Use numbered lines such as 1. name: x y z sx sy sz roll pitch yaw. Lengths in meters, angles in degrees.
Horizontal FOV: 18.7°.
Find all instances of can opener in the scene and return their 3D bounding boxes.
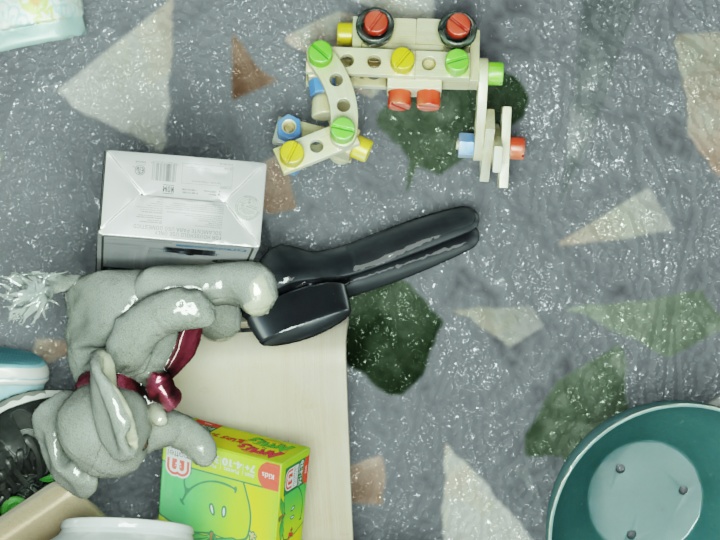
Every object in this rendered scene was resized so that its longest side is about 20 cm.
1. can opener: 0.000 0.000 1.672 0.199 0.063 0.079 -21 72 -14

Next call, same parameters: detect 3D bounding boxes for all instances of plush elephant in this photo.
1. plush elephant: -0.159 0.080 1.551 0.199 0.165 0.156 2 79 -22

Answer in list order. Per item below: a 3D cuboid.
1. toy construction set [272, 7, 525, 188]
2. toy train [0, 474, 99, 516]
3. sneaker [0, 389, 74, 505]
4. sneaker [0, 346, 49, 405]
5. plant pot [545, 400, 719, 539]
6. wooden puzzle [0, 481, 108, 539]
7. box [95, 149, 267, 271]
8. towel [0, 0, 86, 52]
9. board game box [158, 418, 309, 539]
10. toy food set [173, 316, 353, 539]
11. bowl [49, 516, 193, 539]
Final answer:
1. toy construction set: 0.034 -0.125 1.637 0.199 0.092 0.132 6 74 -15
2. toy train: -0.261 0.196 1.689 0.056 0.042 0.200 36 95 -21
3. sneaker: -0.276 0.159 1.594 0.199 0.088 0.076 -22 130 -13
4. sneaker: -0.329 0.127 1.651 0.199 0.080 0.131 -4 98 5
5. plant pot: 0.233 0.189 1.686 0.199 0.135 0.201 -1 97 -4
6. wooden puzzle: -0.248 0.253 1.667 0.185 0.046 0.200 -34 134 3
7. box: -0.132 -0.033 1.578 0.116 0.200 0.060 5 81 -7
8. towel: -0.312 -0.239 1.606 0.199 0.048 0.172 -10 101 -4
9. board game box: -0.100 0.222 1.641 0.101 0.048 0.201 12 107 23
10. toy food set: -0.076 0.135 1.694 0.143 0.060 0.201 -2 98 6
11. bowl: -0.170 0.226 1.560 0.200 0.201 0.091 4 78 -6
